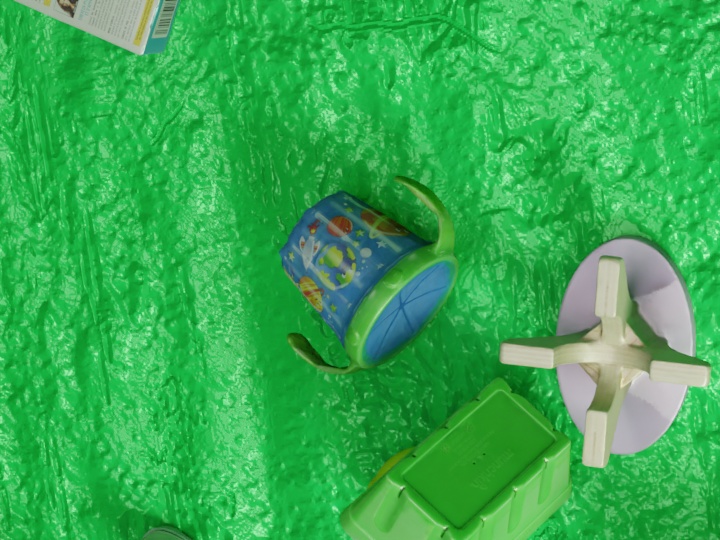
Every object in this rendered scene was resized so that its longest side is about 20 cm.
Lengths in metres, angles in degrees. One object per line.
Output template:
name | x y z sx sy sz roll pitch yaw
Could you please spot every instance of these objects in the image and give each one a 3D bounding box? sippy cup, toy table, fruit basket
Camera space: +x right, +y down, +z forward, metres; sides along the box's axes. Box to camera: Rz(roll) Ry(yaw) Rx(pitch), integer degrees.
sippy cup | 0.000 0.000 1.616 0.130 0.140 0.178 40 72 21
toy table | 0.227 0.076 1.543 0.184 0.117 0.200 -6 96 22
fruit basket | 0.080 0.213 1.601 0.155 0.216 0.216 42 111 17

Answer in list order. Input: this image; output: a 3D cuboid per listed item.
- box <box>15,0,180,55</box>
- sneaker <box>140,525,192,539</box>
box | -0.276 -0.285 1.706 0.200 0.049 0.082 25 107 15
sneaker | -0.152 0.337 1.759 0.200 0.071 0.073 31 109 13
